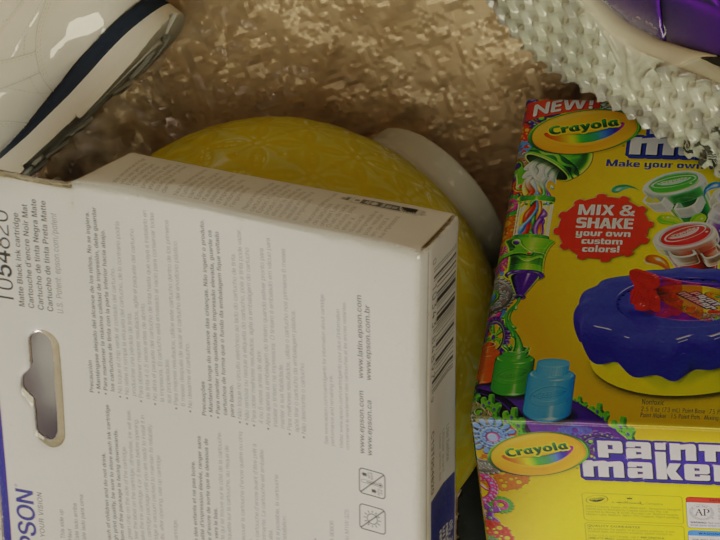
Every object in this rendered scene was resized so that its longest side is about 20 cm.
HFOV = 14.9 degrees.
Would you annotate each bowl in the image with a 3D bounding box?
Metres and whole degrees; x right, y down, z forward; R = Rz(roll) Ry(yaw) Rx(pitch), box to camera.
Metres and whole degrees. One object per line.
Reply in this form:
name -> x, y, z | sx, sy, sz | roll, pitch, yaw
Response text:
bowl -> 0.000, 0.000, 1.212 | 0.108, 0.200, 0.200 | -43, 110, -20

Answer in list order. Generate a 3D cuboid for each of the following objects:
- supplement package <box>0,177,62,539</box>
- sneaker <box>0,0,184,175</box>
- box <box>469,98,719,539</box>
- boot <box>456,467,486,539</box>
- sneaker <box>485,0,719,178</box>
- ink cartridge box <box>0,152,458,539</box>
supplement package -> -0.130, 0.080, 1.242 | 0.109, 0.114, 0.200 | -29, 111, 18
sneaker -> -0.170, -0.077, 1.234 | 0.200, 0.076, 0.081 | -41, 93, 18
box -> 0.160, 0.036, 1.156 | 0.200, 0.193, 0.122 | 1, 135, 11
boot -> 0.129, 0.172, 1.248 | 0.168, 0.076, 0.200 | 10, 119, 20
sneaker -> 0.136, -0.116, 1.167 | 0.200, 0.100, 0.070 | 38, 157, 23
ink cartridge box -> -0.057, 0.054, 1.123 | 0.200, 0.041, 0.200 | 11, 120, 21
